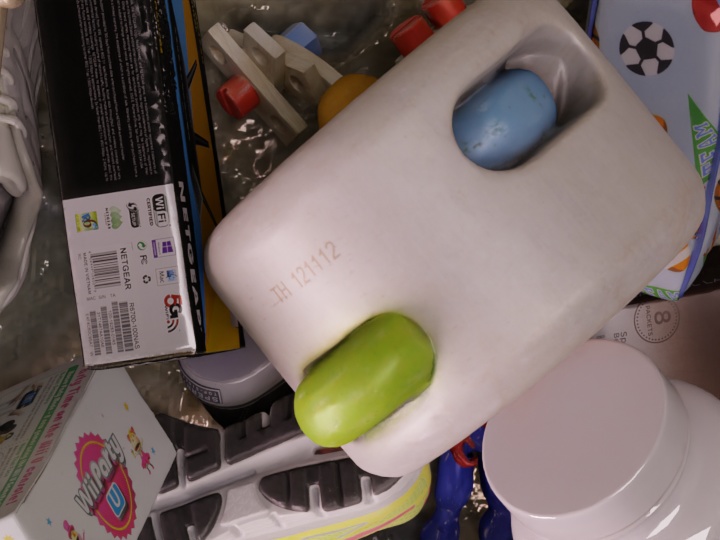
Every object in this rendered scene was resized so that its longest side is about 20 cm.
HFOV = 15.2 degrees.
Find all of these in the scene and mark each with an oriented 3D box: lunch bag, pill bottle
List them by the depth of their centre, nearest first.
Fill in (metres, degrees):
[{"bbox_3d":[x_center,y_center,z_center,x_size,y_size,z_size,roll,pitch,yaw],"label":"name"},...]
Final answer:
[{"bbox_3d":[0.135,0.118,1.166,0.112,0.112,0.200,-46,133,-4],"label":"pill bottle"},{"bbox_3d":[0.141,-0.091,1.220,0.075,0.160,0.201,14,113,10],"label":"lunch bag"}]

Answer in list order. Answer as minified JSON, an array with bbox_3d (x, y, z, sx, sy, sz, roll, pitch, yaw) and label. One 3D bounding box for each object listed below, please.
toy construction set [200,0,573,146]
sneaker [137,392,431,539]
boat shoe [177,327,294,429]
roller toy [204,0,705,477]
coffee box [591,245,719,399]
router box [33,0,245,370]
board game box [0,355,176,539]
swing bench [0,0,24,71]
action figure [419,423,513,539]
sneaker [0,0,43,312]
[{"bbox_3d":[0.031,-0.116,1.220,0.200,0.092,0.131,-38,108,-7],"label":"toy construction set"},{"bbox_3d":[-0.058,0.106,1.216,0.199,0.090,0.079,-8,67,16],"label":"sneaker"},{"bbox_3d":[0.000,0.000,1.255,0.200,0.069,0.057,-38,143,-13],"label":"boat shoe"},{"bbox_3d":[0.034,-0.022,1.095,0.182,0.200,0.140,-40,90,5],"label":"roller toy"},{"bbox_3d":[0.154,0.098,1.304,0.114,0.080,0.201,-10,104,-16],"label":"coffee box"},{"bbox_3d":[-0.094,-0.062,1.139,0.051,0.149,0.201,-8,89,5],"label":"router box"},{"bbox_3d":[-0.190,0.122,1.130,0.199,0.148,0.064,-24,109,20],"label":"board game box"},{"bbox_3d":[-0.255,-0.040,1.113,0.129,0.199,0.200,-2,103,-47],"label":"swing bench"},{"bbox_3d":[0.064,0.091,1.254,0.065,0.099,0.201,-6,109,-18],"label":"action figure"},{"bbox_3d":[-0.164,-0.069,1.167,0.077,0.099,0.201,-7,102,-15],"label":"sneaker"}]
